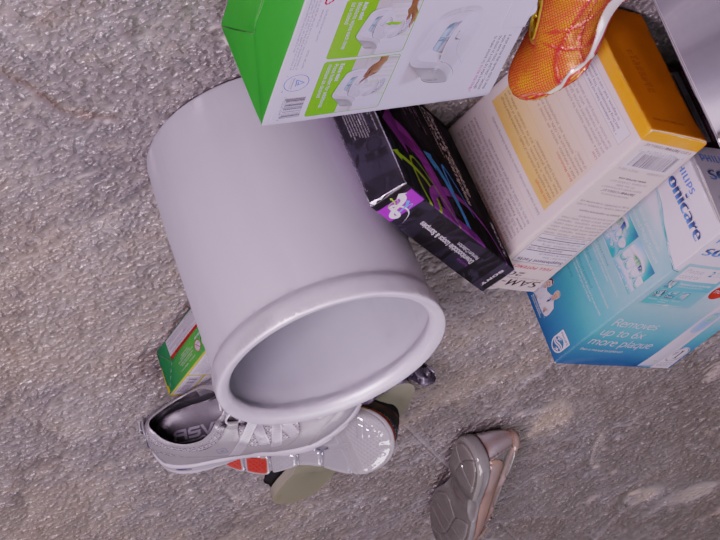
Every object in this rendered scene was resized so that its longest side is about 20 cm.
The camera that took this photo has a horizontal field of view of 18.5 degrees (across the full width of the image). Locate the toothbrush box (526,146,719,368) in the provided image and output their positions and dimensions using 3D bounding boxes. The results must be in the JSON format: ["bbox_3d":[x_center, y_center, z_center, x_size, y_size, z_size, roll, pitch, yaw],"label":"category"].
[{"bbox_3d":[0.251,-0.008,1.755,0.146,0.086,0.200,5,144,-43],"label":"toothbrush box"}]

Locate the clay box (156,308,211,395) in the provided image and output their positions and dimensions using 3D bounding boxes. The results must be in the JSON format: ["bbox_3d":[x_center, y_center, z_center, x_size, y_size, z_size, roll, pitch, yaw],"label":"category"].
[{"bbox_3d":[-0.058,0.054,1.862,0.199,0.048,0.115,-3,150,-34],"label":"clay box"}]

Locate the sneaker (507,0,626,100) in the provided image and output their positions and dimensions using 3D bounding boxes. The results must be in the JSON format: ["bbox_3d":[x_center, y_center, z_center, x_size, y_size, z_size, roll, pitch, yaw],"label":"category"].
[{"bbox_3d":[0.149,-0.200,1.568,0.077,0.073,0.200,16,134,-18],"label":"sneaker"}]

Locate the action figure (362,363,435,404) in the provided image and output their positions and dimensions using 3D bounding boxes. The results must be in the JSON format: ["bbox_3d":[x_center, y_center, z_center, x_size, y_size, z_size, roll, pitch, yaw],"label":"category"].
[{"bbox_3d":[0.000,0.000,1.738,0.102,0.201,0.119,3,-161,37],"label":"action figure"}]

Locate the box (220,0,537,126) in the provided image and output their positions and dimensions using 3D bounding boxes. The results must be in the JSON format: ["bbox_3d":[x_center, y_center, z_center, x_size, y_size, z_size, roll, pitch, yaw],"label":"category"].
[{"bbox_3d":[0.022,-0.196,1.432,0.176,0.097,0.200,-10,150,-22],"label":"box"}]

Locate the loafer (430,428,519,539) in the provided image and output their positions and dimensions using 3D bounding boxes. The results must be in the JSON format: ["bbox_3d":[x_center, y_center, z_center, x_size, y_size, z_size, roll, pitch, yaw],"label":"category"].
[{"bbox_3d":[0.122,0.230,2.284,0.063,0.072,0.200,-19,150,-22],"label":"loafer"}]

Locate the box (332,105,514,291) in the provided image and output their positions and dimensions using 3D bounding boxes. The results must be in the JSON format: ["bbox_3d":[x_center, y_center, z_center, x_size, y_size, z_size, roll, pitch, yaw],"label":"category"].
[{"bbox_3d":[0.037,-0.078,1.600,0.036,0.143,0.200,-30,152,13],"label":"box"}]

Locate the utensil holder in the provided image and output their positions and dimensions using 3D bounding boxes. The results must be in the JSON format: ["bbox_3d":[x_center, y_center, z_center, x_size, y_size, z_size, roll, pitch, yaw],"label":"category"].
[{"bbox_3d":[-0.052,-0.019,1.580,0.169,0.200,0.170,-17,153,-9],"label":"utensil holder"}]

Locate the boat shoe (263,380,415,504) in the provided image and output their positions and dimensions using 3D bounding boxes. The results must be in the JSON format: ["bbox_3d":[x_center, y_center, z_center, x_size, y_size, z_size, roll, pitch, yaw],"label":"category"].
[{"bbox_3d":[-0.027,0.139,2.018,0.073,0.063,0.201,3,146,-40],"label":"boat shoe"}]

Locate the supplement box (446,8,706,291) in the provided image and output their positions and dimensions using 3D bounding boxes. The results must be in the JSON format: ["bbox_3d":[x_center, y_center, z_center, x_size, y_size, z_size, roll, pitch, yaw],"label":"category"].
[{"bbox_3d":[0.151,-0.091,1.677,0.073,0.126,0.200,7,141,-45],"label":"supplement box"}]

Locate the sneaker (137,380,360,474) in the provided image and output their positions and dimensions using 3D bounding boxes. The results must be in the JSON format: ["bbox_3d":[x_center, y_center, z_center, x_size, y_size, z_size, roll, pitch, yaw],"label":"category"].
[{"bbox_3d":[-0.089,0.118,1.820,0.199,0.075,0.082,-23,158,11],"label":"sneaker"}]

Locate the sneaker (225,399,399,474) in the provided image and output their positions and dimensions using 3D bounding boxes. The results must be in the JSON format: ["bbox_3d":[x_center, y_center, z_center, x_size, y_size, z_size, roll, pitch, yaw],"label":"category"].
[{"bbox_3d":[-0.058,0.132,1.930,0.199,0.082,0.077,10,112,14],"label":"sneaker"}]

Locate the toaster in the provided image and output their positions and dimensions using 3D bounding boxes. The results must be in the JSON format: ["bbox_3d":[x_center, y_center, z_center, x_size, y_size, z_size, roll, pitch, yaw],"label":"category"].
[{"bbox_3d":[0.303,-0.149,1.626,0.118,0.181,0.200,-26,153,9],"label":"toaster"}]

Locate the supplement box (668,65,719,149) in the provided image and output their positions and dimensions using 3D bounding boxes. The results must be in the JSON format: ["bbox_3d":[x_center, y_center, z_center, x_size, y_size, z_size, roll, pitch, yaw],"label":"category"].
[{"bbox_3d":[0.281,-0.105,1.787,0.199,0.086,0.110,-10,150,-21],"label":"supplement box"}]
